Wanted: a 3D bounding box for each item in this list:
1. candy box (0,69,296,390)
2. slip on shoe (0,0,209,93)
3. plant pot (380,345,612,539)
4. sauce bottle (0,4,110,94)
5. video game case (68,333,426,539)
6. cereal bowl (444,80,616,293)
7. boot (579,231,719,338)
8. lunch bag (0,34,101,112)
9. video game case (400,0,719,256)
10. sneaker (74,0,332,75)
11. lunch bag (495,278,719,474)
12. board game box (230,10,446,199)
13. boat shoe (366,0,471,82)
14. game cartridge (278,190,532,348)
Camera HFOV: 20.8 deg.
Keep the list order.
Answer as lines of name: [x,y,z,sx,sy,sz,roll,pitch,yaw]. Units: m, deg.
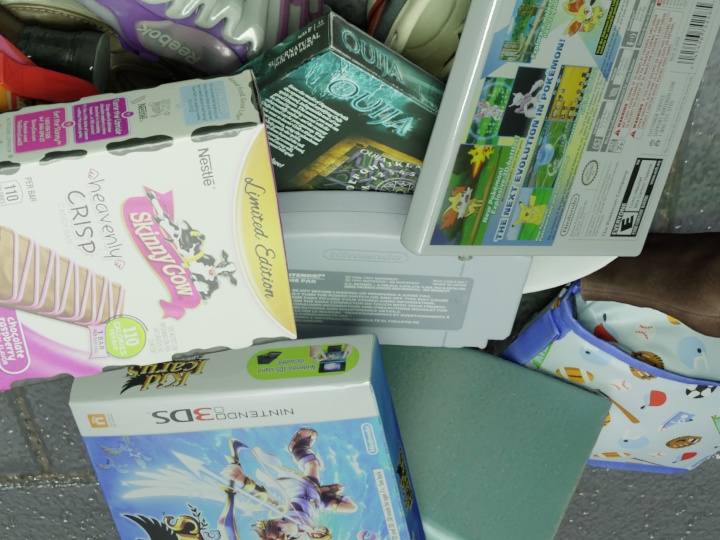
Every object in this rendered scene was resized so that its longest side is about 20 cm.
candy box: [-0.140,-0.016,1.003,0.200,0.061,0.137,-11,125,-4]
slip on shoe: [-0.150,-0.106,1.183,0.200,0.061,0.076,26,138,-30]
plant pot: [0.028,0.162,1.369,0.200,0.196,0.196,29,133,3]
sauce bottle: [-0.243,-0.129,1.116,0.200,0.065,0.065,7,148,2]
video game case: [-0.063,0.130,1.190,0.181,0.045,0.200,-4,130,11]
cereal bowl: [0.083,-0.067,1.250,0.200,0.083,0.200,-2,148,-1]
boot: [0.259,-0.015,1.337,0.166,0.200,0.072,12,118,28]
lunch bag: [-0.216,-0.063,1.087,0.176,0.082,0.200,-15,151,21]
video game case: [0.121,-0.101,1.105,0.182,0.022,0.200,0,116,-39]
sneaker: [-0.091,-0.145,1.127,0.088,0.081,0.200,-20,140,37]
lunch bag: [0.194,0.067,1.439,0.200,0.124,0.170,4,150,-25]
board game box: [0.005,-0.068,1.137,0.135,0.028,0.200,-27,140,35]
boat shoe: [0.066,-0.169,1.106,0.071,0.063,0.200,18,141,-27]
game cartridge: [0.000,0.000,1.189,0.200,0.041,0.133,3,153,-5]
